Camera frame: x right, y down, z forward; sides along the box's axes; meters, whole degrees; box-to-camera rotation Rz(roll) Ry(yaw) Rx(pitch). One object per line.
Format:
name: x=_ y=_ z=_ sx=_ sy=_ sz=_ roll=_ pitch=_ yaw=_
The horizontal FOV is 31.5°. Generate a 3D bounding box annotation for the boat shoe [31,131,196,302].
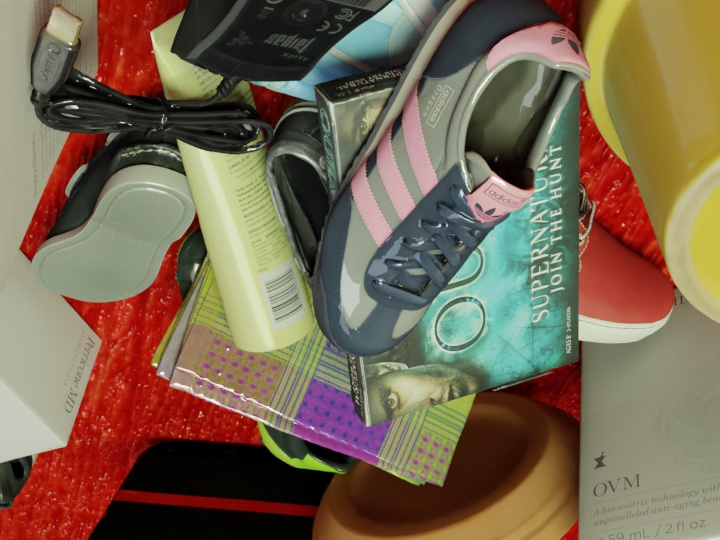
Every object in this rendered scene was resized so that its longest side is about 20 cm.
boat shoe: x=-0.148 y=-0.036 z=0.796 sx=0.076 sy=0.060 sz=0.200 roll=22 pitch=150 yaw=-27

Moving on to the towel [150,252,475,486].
towel: x=-0.015 y=0.038 z=0.805 sx=0.200 sy=0.144 sz=0.023 roll=24 pitch=168 yaw=-14

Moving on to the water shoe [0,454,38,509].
water shoe: x=-0.331 y=0.110 z=0.963 sx=0.200 sy=0.079 sz=0.071 roll=37 pitch=130 yaw=-25

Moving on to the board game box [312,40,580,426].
board game box: x=0.052 y=-0.019 z=0.679 sx=0.135 sy=0.028 sz=0.200 roll=-16 pitch=124 yaw=-14

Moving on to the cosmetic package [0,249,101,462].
cosmetic package: x=-0.268 y=0.028 z=0.853 sx=0.071 sy=0.102 sz=0.200 roll=-15 pitch=131 yaw=23

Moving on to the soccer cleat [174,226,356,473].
soccer cleat: x=-0.055 y=0.054 z=0.846 sx=0.081 sy=0.068 sz=0.200 roll=9 pitch=135 yaw=42

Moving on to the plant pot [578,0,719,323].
plant pot: x=0.204 y=-0.079 z=0.600 sx=0.200 sy=0.189 sz=0.201 roll=5 pitch=135 yaw=5

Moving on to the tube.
tube: x=-0.072 y=-0.051 z=0.717 sx=0.052 sy=0.058 sz=0.200 roll=-20 pitch=117 yaw=-13

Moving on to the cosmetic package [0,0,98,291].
cosmetic package: x=-0.233 y=-0.117 z=0.628 sx=0.165 sy=0.200 sz=0.165 roll=11 pitch=136 yaw=-2

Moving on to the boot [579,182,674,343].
boot: x=0.120 y=-0.043 z=0.738 sx=0.200 sy=0.072 sz=0.144 roll=25 pitch=133 yaw=-10

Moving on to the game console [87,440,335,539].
game console: x=-0.085 y=0.180 z=0.929 sx=0.200 sy=0.177 sz=0.031 roll=3 pitch=112 yaw=6

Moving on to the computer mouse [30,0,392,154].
computer mouse: x=-0.070 y=-0.122 z=0.580 sx=0.140 sy=0.046 sz=0.200 roll=3 pitch=154 yaw=-32

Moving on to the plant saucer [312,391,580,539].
plant saucer: x=0.057 y=0.140 z=0.848 sx=0.200 sy=0.200 sz=0.037 roll=-15 pitch=113 yaw=23

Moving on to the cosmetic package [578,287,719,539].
cosmetic package: x=0.245 y=0.107 z=0.772 sx=0.199 sy=0.200 sz=0.123 roll=-17 pitch=127 yaw=25

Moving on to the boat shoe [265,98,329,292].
boat shoe: x=0.000 y=0.000 z=0.727 sx=0.072 sy=0.068 sz=0.200 roll=-8 pitch=123 yaw=23

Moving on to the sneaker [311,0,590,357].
sneaker: x=0.039 y=-0.034 z=0.596 sx=0.070 sy=0.082 sz=0.200 roll=11 pitch=114 yaw=-30

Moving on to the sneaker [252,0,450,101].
sneaker: x=-0.037 y=-0.159 z=0.639 sx=0.130 sy=0.080 sz=0.200 roll=-24 pitch=126 yaw=29
